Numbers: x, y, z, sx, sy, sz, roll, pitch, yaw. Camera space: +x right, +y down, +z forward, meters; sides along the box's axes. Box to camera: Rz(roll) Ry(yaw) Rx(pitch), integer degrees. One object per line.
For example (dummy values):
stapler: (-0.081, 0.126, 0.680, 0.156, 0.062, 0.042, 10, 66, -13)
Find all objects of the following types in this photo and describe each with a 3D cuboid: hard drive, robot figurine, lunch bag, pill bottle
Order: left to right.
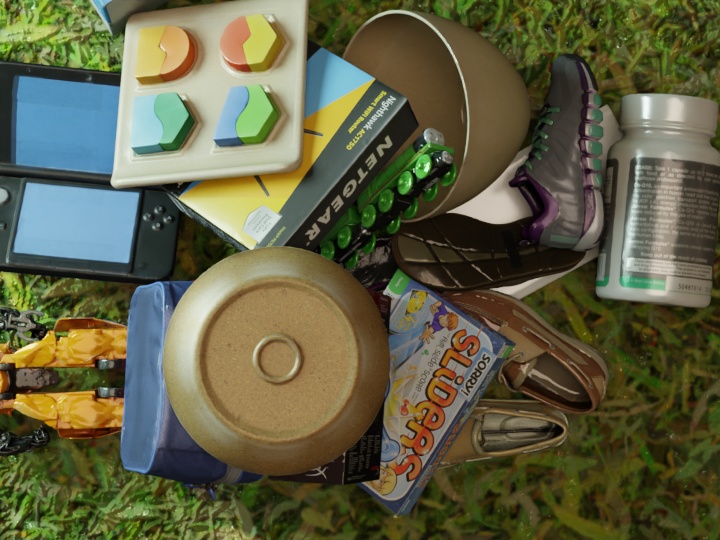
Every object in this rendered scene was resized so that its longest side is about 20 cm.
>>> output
robot figurine: (-0.302, 0.108, 1.543, 0.199, 0.058, 0.145, -1, 88, -5)
lunch bag: (-0.140, 0.111, 1.452, 0.132, 0.136, 0.201, 5, 87, -22)
hard drive: (0.193, -0.063, 1.597, 0.200, 0.027, 0.132, -28, 91, -5)
pill bottle: (0.294, -0.067, 1.536, 0.113, 0.113, 0.201, 5, 90, -4)

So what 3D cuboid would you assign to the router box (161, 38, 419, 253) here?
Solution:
router box: (-0.065, -0.108, 1.460, 0.149, 0.051, 0.200, 33, 78, 29)

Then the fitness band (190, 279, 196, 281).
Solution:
fitness band: (-0.146, 0.107, 1.543, 0.143, 0.037, 0.201, 7, 84, -22)

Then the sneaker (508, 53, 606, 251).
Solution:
sneaker: (0.188, -0.118, 1.536, 0.087, 0.074, 0.201, 0, 76, -15)

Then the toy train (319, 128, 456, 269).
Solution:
toy train: (0.022, -0.067, 1.482, 0.042, 0.200, 0.057, 13, 53, -32)

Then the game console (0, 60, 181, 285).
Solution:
game console: (-0.271, -0.093, 1.513, 0.199, 0.118, 0.171, 5, 56, -3)

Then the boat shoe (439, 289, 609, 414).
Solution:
boat shoe: (0.157, 0.081, 1.558, 0.200, 0.072, 0.076, 24, 119, -3)

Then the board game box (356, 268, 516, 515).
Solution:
board game box: (0.042, 0.118, 1.535, 0.135, 0.034, 0.200, 34, 98, 22)

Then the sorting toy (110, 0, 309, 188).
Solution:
sorting toy: (-0.141, -0.173, 1.464, 0.185, 0.036, 0.201, -5, 63, 15)

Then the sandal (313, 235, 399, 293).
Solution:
sandal: (0.000, -0.001, 1.571, 0.200, 0.048, 0.076, -16, 90, -5)

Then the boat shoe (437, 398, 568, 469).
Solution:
boat shoe: (0.107, 0.160, 1.560, 0.199, 0.076, 0.072, -9, 92, -1)

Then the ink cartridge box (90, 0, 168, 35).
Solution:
ink cartridge box: (-0.263, -0.342, 1.510, 0.084, 0.145, 0.200, -33, 91, -5)

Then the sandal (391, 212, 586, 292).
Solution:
sandal: (0.125, -0.017, 1.553, 0.199, 0.055, 0.082, -8, 70, -20)

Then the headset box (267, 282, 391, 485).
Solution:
headset box: (-0.025, 0.095, 1.461, 0.077, 0.149, 0.201, 2, 86, 13)

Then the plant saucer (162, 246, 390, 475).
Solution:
plant saucer: (-0.072, 0.077, 1.361, 0.200, 0.035, 0.201, 0, 85, -4)

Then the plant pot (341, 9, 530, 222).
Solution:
plant pot: (0.086, -0.153, 1.526, 0.134, 0.200, 0.201, -9, 89, -37)
